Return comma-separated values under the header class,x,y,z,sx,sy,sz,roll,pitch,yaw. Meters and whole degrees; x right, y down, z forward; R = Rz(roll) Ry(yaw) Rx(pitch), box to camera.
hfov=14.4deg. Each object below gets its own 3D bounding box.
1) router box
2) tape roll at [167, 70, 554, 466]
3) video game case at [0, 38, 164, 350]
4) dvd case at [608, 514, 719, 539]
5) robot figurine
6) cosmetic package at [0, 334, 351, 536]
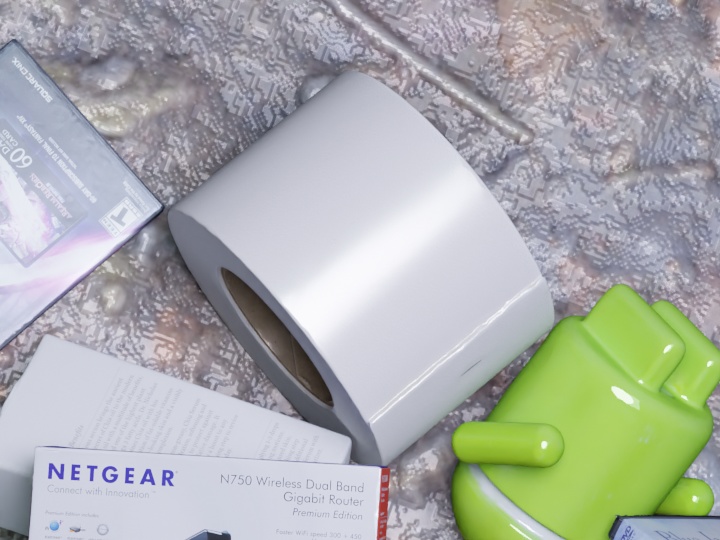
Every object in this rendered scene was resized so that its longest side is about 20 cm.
class,x,y,z,sx,sy,sz,roll,pitch,yaw
router box,-0.089,0.193,1.605,0.200,0.049,0.180,2,87,7
tape roll,0.000,0.000,1.703,0.139,0.203,0.203,-39,88,-13
video game case,-0.242,-0.027,1.765,0.200,0.019,0.143,-41,89,-13
dvd case,0.257,0.199,1.670,0.200,0.143,0.018,34,108,36
robot figurine,0.134,0.109,1.730,0.200,0.175,0.116,-55,48,14
cosmetic package,-0.116,0.124,1.695,0.200,0.071,0.101,19,52,8
